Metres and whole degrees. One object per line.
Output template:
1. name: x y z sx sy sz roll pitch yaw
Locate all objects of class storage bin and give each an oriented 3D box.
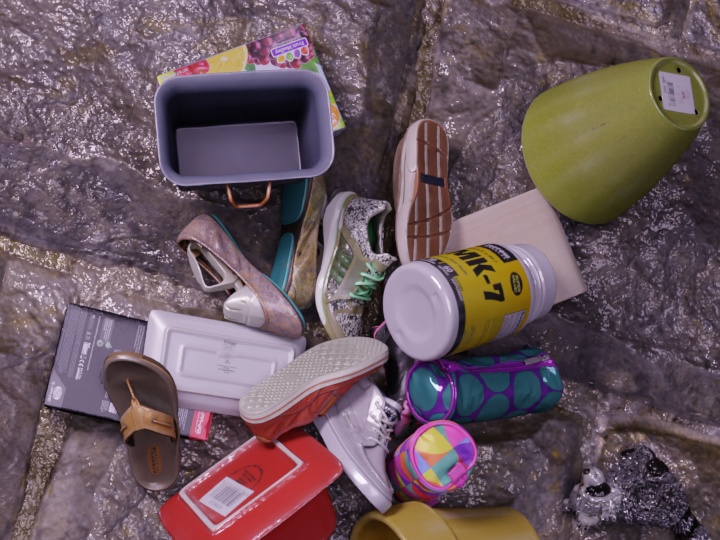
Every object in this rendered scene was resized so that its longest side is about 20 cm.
1. storage bin: -0.136 -0.141 1.601 0.197 0.134 0.148 -5 81 -8

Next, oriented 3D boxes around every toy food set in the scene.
1. toy food set: 0.175 -0.006 1.747 0.198 0.060 0.145 -22 87 -5

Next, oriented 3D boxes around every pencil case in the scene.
1. pencil case: 0.082 0.230 1.623 0.087 0.200 0.090 1 75 -5
2. pencil case: 0.152 0.138 1.666 0.198 0.093 0.085 -3 44 -40

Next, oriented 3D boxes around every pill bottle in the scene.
1. pill bottle: 0.132 0.031 1.613 0.199 0.114 0.116 -14 85 -42

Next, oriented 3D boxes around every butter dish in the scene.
1. butter dish: -0.107 0.296 1.598 0.198 0.200 0.149 -34 114 -16

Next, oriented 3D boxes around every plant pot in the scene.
1. plant pot: 0.111 0.362 1.618 0.187 0.200 0.203 -10 84 -27
2. plant pot: 0.329 -0.178 1.695 0.185 0.200 0.190 9 70 -26

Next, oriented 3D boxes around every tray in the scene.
1. tray: -0.159 0.114 1.626 0.198 0.022 0.109 11 80 -21

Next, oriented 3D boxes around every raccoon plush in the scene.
1. raccoon plush: 0.347 0.316 1.719 0.134 0.097 0.201 -38 91 -6

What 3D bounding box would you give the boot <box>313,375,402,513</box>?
1. boot: 0.010 0.189 1.615 0.095 0.200 0.074 -39 133 1

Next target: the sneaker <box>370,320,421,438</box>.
1. sneaker: 0.053 0.104 1.703 0.094 0.079 0.203 13 89 25

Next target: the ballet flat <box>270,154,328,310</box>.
1. ballet flat: -0.068 -0.048 1.699 0.070 0.071 0.203 10 80 -10

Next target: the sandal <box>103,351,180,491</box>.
1. sandal: -0.246 0.180 1.576 0.079 0.054 0.202 -4 120 2

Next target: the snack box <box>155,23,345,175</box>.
1. snack box: -0.136 -0.203 1.706 0.198 0.053 0.144 -22 88 -12

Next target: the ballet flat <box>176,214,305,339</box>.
1. ballet flat: -0.151 0.020 1.649 0.067 0.068 0.200 -31 67 -32

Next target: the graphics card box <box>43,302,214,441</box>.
1. graphics card box: -0.267 0.122 1.637 0.197 0.051 0.127 13 80 -11

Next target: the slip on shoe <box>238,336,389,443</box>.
1. slip on shoe: -0.052 0.138 1.624 0.199 0.074 0.062 -29 127 -23

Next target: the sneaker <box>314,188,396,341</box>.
1. sneaker: 0.000 0.000 1.672 0.077 0.088 0.203 4 87 -55

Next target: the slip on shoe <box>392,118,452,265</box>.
1. slip on shoe: 0.068 -0.088 1.709 0.075 0.060 0.203 13 68 -32
